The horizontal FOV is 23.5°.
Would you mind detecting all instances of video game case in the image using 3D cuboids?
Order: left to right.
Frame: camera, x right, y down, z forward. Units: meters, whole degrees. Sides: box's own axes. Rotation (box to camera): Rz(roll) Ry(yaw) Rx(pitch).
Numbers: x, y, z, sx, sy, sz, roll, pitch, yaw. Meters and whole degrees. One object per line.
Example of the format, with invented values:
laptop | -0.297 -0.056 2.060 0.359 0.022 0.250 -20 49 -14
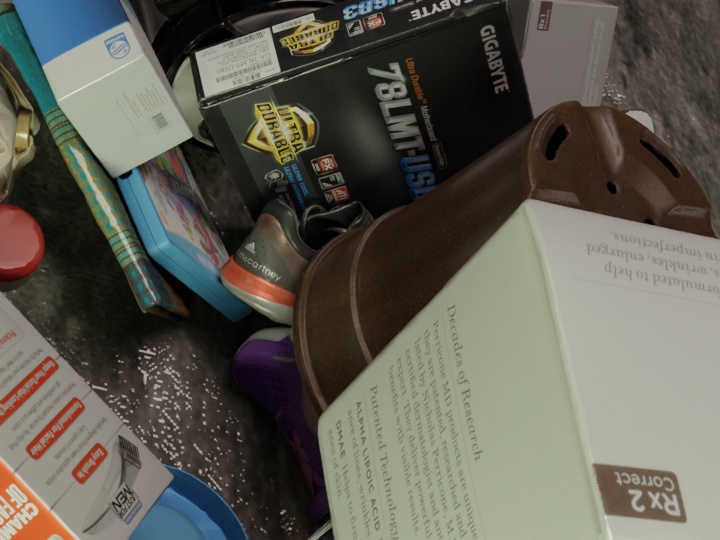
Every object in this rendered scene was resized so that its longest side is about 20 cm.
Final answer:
video game case | -0.137 -0.073 1.123 0.201 0.018 0.143 64 7 24

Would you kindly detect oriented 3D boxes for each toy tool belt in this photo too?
toy tool belt | -0.252 -0.058 1.036 0.124 0.123 0.201 -21 73 -29

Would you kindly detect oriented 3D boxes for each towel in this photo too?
towel | -0.164 -0.061 1.064 0.022 0.147 0.201 -27 84 0

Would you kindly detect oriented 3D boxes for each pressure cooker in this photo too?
pressure cooker | -0.070 -0.175 1.205 0.174 0.179 0.201 -5 57 -18

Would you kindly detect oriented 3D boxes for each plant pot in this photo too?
plant pot | 0.094 0.016 1.009 0.199 0.198 0.202 20 51 -28

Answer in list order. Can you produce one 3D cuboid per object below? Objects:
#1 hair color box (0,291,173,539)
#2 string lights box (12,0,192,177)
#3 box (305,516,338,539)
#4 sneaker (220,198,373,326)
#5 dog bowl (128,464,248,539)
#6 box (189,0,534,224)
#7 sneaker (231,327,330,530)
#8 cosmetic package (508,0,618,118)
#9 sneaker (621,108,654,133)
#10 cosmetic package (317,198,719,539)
hair color box | -0.196 0.072 0.877 0.200 0.064 0.111 47 21 -4
string lights box | -0.174 -0.167 1.034 0.059 0.103 0.201 -27 65 -1
box | -0.046 0.235 0.863 0.124 0.200 0.196 48 45 10
sneaker | 0.000 0.000 1.134 0.077 0.082 0.199 33 13 38
dog bowl | -0.154 0.176 0.946 0.199 0.050 0.112 -12 58 -39
box | 0.012 -0.094 1.115 0.197 0.201 0.050 -16 56 4
sneaker | -0.009 0.121 1.076 0.200 0.081 0.089 41 60 6
cosmetic package | 0.093 -0.165 1.280 0.089 0.108 0.200 -2 20 -34
sneaker | 0.169 -0.043 1.132 0.200 0.080 0.087 24 50 -65
cosmetic package | 0.103 0.100 0.782 0.164 0.200 0.166 10 52 -29
